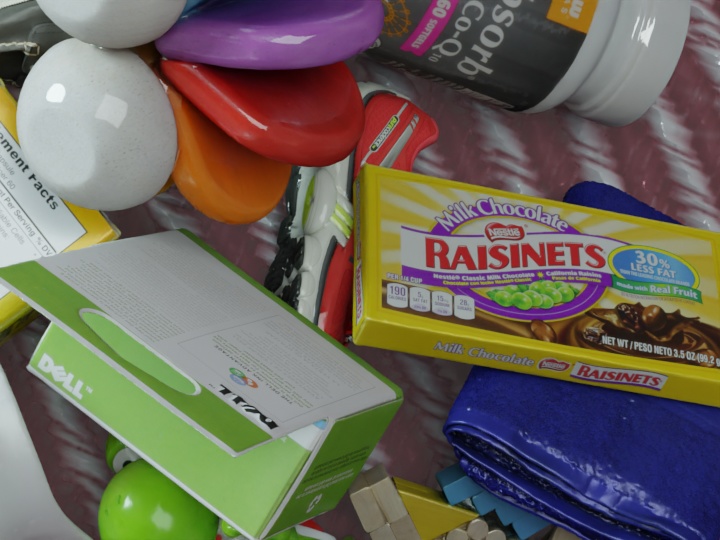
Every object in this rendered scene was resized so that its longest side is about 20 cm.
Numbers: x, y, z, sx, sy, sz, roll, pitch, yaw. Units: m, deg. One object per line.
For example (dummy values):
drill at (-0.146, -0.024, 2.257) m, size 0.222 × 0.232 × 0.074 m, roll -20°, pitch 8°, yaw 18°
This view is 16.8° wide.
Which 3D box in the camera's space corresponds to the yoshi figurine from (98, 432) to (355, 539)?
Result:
yoshi figurine at (-0.058, 0.155, 1.215) m, size 0.200 × 0.112 × 0.112 m, roll 43°, pitch 82°, yaw 0°

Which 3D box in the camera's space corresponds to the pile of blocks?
pile of blocks at (0.083, 0.134, 1.266) m, size 0.199 × 0.062 × 0.083 m, roll 24°, pitch 99°, yaw -14°

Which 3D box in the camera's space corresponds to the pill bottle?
pill bottle at (0.065, -0.150, 1.273) m, size 0.199 × 0.116 × 0.117 m, roll 18°, pitch 77°, yaw -23°

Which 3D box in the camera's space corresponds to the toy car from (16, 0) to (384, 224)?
toy car at (-0.061, -0.114, 1.140) m, size 0.149 × 0.201 × 0.175 m, roll 21°, pitch 32°, yaw 23°

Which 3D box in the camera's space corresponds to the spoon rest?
spoon rest at (-0.169, 0.133, 1.171) m, size 0.099 × 0.061 × 0.201 m, roll -26°, pitch 127°, yaw -24°

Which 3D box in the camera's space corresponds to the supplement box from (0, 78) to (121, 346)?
supplement box at (-0.231, 0.008, 1.197) m, size 0.200 × 0.110 × 0.109 m, roll -38°, pitch 91°, yaw -15°

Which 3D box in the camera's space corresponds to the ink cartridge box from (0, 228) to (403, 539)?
ink cartridge box at (-0.087, 0.056, 1.130) m, size 0.147 × 0.200 × 0.076 m, roll 36°, pitch 107°, yaw 15°

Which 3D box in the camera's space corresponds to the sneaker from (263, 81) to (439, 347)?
sneaker at (0.000, 0.000, 1.269) m, size 0.084 × 0.077 × 0.202 m, roll 15°, pitch 78°, yaw -15°

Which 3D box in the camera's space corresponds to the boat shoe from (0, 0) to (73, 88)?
boat shoe at (-0.126, -0.115, 1.262) m, size 0.199 × 0.067 × 0.057 m, roll -11°, pitch 79°, yaw -17°

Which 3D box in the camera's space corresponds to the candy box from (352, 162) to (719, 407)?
candy box at (0.093, 0.007, 1.229) m, size 0.198 × 0.026 × 0.103 m, roll 10°, pitch 48°, yaw -13°

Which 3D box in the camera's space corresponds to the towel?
towel at (0.137, 0.055, 1.258) m, size 0.147 × 0.050 × 0.200 m, roll 29°, pitch 49°, yaw 2°
